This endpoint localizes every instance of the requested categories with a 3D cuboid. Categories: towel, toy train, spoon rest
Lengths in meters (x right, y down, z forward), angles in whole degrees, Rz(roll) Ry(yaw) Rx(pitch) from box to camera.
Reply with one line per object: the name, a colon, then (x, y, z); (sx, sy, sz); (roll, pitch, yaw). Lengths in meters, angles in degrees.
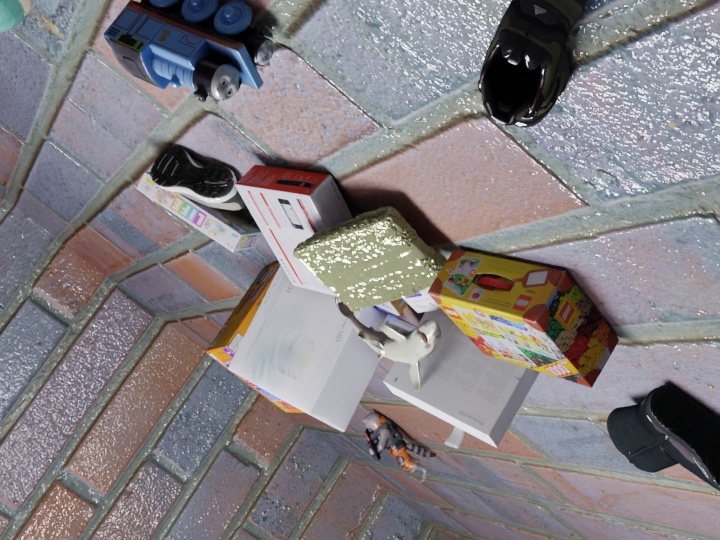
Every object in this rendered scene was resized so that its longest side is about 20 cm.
towel: (0.013, -0.014, 1.569); (0.198, 0.037, 0.148); (-20, 127, 42)
toy train: (-0.191, -0.256, 1.318); (0.198, 0.115, 0.087); (27, 163, 28)
spoon rest: (0.148, 0.248, 2.221); (0.099, 0.061, 0.201); (11, 139, 52)

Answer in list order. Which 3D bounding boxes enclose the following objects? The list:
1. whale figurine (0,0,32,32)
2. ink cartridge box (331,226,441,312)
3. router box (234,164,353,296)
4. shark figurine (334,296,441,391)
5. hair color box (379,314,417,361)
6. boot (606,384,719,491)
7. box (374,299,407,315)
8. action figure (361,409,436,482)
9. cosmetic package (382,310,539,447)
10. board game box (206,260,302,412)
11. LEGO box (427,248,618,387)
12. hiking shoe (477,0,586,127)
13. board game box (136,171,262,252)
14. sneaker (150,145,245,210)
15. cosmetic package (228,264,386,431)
whale figurine: (-0.564, -0.416, 1.641); (0.199, 0.104, 0.159); (38, 165, -10)
ink cartridge box: (0.058, -0.015, 1.614); (0.094, 0.037, 0.200); (-10, 137, 47)
router box: (-0.073, -0.054, 1.686); (0.178, 0.049, 0.202); (13, 140, 47)
shark figurine: (0.056, 0.092, 1.733); (0.213, 0.089, 0.130); (19, 130, 42)
hair color box: (0.114, 0.147, 1.905); (0.098, 0.061, 0.200); (22, 170, 37)
boot: (0.431, 0.241, 1.543); (0.199, 0.077, 0.168); (40, 161, 7)
box: (0.000, 0.000, 1.813); (0.118, 0.042, 0.200); (24, 163, 36)
action figure: (0.080, 0.410, 2.801); (0.193, 0.105, 0.200); (45, -172, -10)
cosmetic package: (0.153, 0.149, 1.720); (0.198, 0.152, 0.052); (24, 162, 34)
board game box: (-0.137, 0.124, 2.151); (0.199, 0.201, 0.200); (37, 165, -10)
LEGO box: (0.206, 0.058, 1.479); (0.199, 0.078, 0.149); (14, 155, 52)
hiking shoe: (0.126, -0.161, 0.962); (0.075, 0.101, 0.200); (31, 164, 13)
board game box: (-0.272, -0.102, 1.984); (0.198, 0.035, 0.134); (33, -171, 8)
sneaker: (-0.267, -0.142, 1.890); (0.198, 0.075, 0.079); (24, 168, 34)
cosmetic package: (-0.080, 0.127, 1.935); (0.198, 0.202, 0.123); (22, 172, 35)
